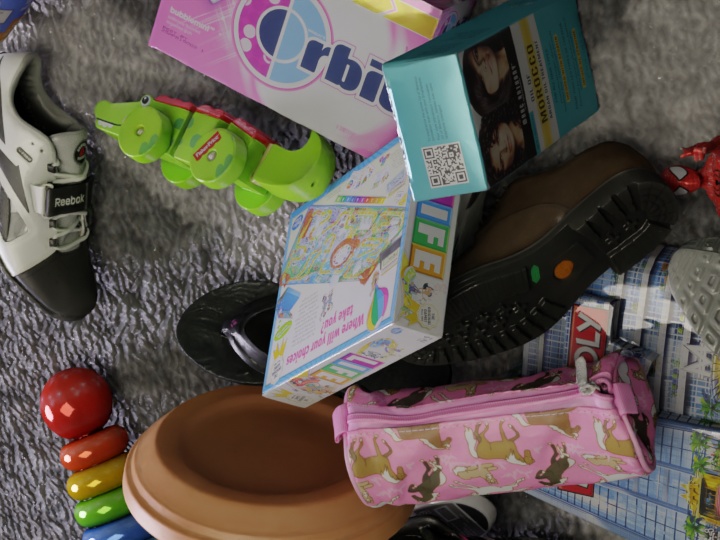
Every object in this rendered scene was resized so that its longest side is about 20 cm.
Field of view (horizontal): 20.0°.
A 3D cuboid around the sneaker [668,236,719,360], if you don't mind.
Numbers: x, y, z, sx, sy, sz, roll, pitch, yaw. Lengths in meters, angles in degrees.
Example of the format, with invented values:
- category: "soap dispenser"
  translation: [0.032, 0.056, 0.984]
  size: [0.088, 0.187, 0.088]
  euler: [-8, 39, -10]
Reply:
- category: "sneaker"
  translation: [0.270, 0.047, 1.237]
  size: [0.200, 0.087, 0.075]
  euler: [33, 92, 0]

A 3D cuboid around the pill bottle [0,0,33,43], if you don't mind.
- category: "pill bottle"
  translation: [-0.239, -0.253, 1.382]
  size: [0.112, 0.112, 0.200]
  euler: [46, 120, 5]

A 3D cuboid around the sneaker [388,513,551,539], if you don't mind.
- category: "sneaker"
  translation: [0.064, 0.206, 1.371]
  size: [0.199, 0.088, 0.074]
  euler: [3, 68, -1]

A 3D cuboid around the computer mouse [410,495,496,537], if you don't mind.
- category: "computer mouse"
  translation: [0.004, 0.181, 1.439]
  size: [0.199, 0.044, 0.110]
  euler: [-20, 139, 21]

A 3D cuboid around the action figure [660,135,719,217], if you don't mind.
- category: "action figure"
  translation: [0.268, -0.049, 1.219]
  size: [0.199, 0.099, 0.066]
  euler: [2, 103, 28]

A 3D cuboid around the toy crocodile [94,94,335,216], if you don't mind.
- category: "toy crocodile"
  translation: [-0.103, -0.086, 1.386]
  size: [0.199, 0.067, 0.062]
  euler: [20, 83, 41]

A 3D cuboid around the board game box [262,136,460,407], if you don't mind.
- category: "board game box"
  translation: [0.000, 0.000, 1.301]
  size: [0.034, 0.135, 0.200]
  euler: [17, 158, -21]

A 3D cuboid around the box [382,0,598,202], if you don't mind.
- category: "box"
  translation: [0.082, -0.108, 1.225]
  size: [0.049, 0.200, 0.083]
  euler: [-7, 104, 28]

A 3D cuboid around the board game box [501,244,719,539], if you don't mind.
- category: "board game box"
  translation: [0.155, 0.081, 1.334]
  size: [0.199, 0.062, 0.201]
  euler: [10, 111, 22]

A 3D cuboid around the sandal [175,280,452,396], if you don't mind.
- category: "sandal"
  translation: [-0.034, 0.048, 1.406]
  size: [0.199, 0.048, 0.076]
  euler: [12, 72, 15]

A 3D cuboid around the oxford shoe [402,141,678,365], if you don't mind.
- category: "oxford shoe"
  translation: [0.101, -0.010, 1.290]
  size: [0.200, 0.085, 0.073]
  euler: [-32, 131, 5]

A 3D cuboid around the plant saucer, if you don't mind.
- category: "plant saucer"
  translation: [-0.060, 0.130, 1.372]
  size: [0.199, 0.200, 0.038]
  euler: [13, 119, 21]

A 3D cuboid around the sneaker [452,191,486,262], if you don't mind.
- category: "sneaker"
  translation: [0.053, -0.060, 1.330]
  size: [0.072, 0.072, 0.201]
  euler: [12, 111, 14]

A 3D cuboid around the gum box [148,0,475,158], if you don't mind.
- category: "gum box"
  translation: [-0.037, -0.167, 1.339]
  size: [0.199, 0.066, 0.114]
  euler: [28, 118, 15]

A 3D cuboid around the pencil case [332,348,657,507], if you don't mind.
- category: "pencil case"
  translation: [0.085, 0.100, 1.279]
  size: [0.199, 0.083, 0.087]
  euler: [-10, 107, 21]

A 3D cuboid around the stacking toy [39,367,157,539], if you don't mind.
- category: "stacking toy"
  translation: [-0.182, 0.167, 1.519]
  size: [0.085, 0.085, 0.201]
  euler: [-19, 93, 29]

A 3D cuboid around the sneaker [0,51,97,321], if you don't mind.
- category: "sneaker"
  translation: [-0.226, -0.061, 1.461]
  size: [0.088, 0.074, 0.201]
  euler: [-19, 99, 31]
